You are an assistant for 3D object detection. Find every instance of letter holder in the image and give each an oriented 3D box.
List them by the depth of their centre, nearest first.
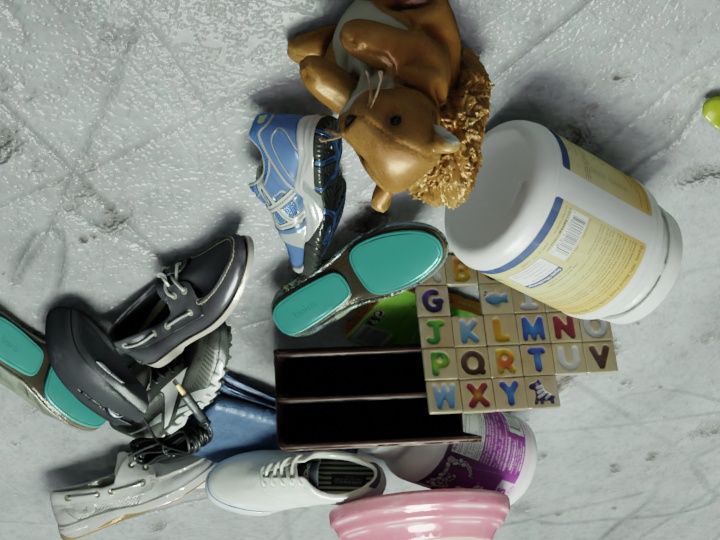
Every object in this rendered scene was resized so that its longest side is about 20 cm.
[{"bbox_3d":[0.015,0.127,1.367,0.198,0.102,0.142,-2,178,-5],"label":"letter holder"}]

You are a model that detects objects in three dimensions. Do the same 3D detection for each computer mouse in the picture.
[{"bbox_3d":[-0.236,0.120,1.353,0.140,0.046,0.201,-14,115,40],"label":"computer mouse"}]

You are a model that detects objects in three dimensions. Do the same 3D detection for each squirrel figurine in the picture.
[{"bbox_3d":[0.046,-0.133,1.118,0.141,0.188,0.199,-37,131,26],"label":"squirrel figurine"}]

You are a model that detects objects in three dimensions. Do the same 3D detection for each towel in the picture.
[{"bbox_3d":[-0.106,0.186,1.526,0.199,0.049,0.112,23,128,-32],"label":"towel"}]

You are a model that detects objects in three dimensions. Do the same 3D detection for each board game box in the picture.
[{"bbox_3d":[0.090,0.067,1.454,0.199,0.030,0.096,22,130,-26],"label":"board game box"}]

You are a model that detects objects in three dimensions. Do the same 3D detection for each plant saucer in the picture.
[{"bbox_3d":[0.066,0.280,1.482,0.198,0.051,0.201,-4,162,-1],"label":"plant saucer"}]

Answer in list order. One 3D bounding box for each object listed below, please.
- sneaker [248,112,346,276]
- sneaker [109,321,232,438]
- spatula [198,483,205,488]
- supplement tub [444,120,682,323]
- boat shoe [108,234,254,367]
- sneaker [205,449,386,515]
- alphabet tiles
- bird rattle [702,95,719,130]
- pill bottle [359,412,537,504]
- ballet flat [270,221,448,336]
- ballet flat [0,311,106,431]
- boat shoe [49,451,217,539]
[{"bbox_3d":[-0.059,-0.075,1.258,0.076,0.076,0.201,15,140,11],"label":"sneaker"},{"bbox_3d":[-0.205,0.118,1.421,0.090,0.067,0.200,15,133,-28],"label":"sneaker"},{"bbox_3d":[-0.189,0.248,1.594,0.198,0.021,0.057,-12,133,0],"label":"spatula"},{"bbox_3d":[0.193,-0.039,1.277,0.199,0.145,0.144,25,127,-31],"label":"supplement tub"},{"bbox_3d":[-0.177,0.028,1.329,0.062,0.073,0.200,21,133,-33],"label":"boat shoe"},{"bbox_3d":[-0.071,0.220,1.467,0.198,0.074,0.071,-4,154,-1],"label":"sneaker"},{"bbox_3d":[0.156,0.060,1.363,0.198,0.169,0.008,-2,156,-9],"label":"alphabet tiles"},{"bbox_3d":[0.432,-0.145,1.253,0.198,0.113,0.164,8,118,-23],"label":"bird rattle"},{"bbox_3d":[0.094,0.192,1.525,0.199,0.113,0.112,23,128,-30],"label":"pill bottle"},{"bbox_3d":[0.000,0.000,1.343,0.199,0.075,0.074,-23,136,19],"label":"ballet flat"},{"bbox_3d":[-0.339,0.102,1.393,0.063,0.068,0.200,-4,144,36],"label":"ballet flat"},{"bbox_3d":[-0.257,0.238,1.536,0.198,0.071,0.070,-22,95,-4],"label":"boat shoe"}]
